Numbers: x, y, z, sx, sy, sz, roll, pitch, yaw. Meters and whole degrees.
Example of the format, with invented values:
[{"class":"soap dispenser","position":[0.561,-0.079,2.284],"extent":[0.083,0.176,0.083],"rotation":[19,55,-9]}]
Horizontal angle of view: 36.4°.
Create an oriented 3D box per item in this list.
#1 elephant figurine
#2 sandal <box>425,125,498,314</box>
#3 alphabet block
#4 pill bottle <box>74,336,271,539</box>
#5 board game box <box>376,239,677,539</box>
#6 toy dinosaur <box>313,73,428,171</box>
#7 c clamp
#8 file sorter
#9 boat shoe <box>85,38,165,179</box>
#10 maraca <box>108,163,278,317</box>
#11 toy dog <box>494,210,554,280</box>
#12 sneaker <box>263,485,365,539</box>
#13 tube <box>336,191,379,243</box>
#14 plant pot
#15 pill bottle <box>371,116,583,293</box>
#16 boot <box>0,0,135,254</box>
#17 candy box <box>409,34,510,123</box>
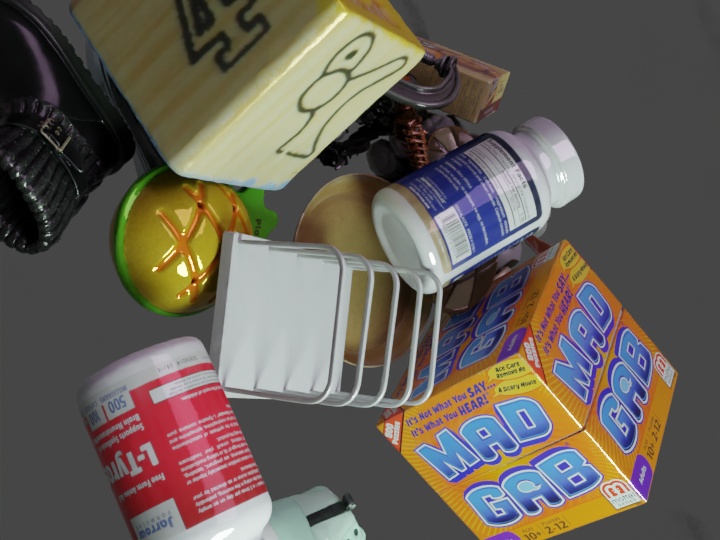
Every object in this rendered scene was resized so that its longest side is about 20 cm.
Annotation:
[{"class":"elephant figurine","position":[0.093,-0.139,1.308],"extent":[0.200,0.140,0.157],"rotation":[-47,131,-66]},{"class":"sandal","position":[0.102,-0.054,1.190],"extent":[0.080,0.054,0.202],"rotation":[-4,85,-12]},{"class":"alphabet block","position":[-0.095,-0.211,0.963],"extent":[0.197,0.200,0.195],"rotation":[54,18,13]},{"class":"pill bottle","position":[-0.138,0.164,0.863],"extent":[0.112,0.112,0.201],"rotation":[-15,76,-50]},{"class":"board game box","position":[0.179,0.135,1.146],"extent":[0.200,0.199,0.200],"rotation":[48,40,-12]},{"class":"toy dinosaur","position":[0.012,-0.177,1.180],"extent":[0.135,0.200,0.103],"rotation":[-24,124,-18]},{"class":"c clamp","position":[0.029,-0.242,1.193],"extent":[0.199,0.027,0.171],"rotation":[31,38,14]},{"class":"file sorter","position":[-0.023,0.051,0.978],"extent":[0.200,0.124,0.140],"rotation":[13,82,-60]},{"class":"boat shoe","position":[-0.196,-0.159,1.049],"extent":[0.072,0.071,0.201],"rotation":[-17,78,-50]},{"class":"maraca","position":[-0.144,-0.028,0.987],"extent":[0.199,0.106,0.139],"rotation":[0,98,-53]},{"class":"toy dog","position":[0.194,-0.049,1.365],"extent":[0.132,0.096,0.201],"rotation":[44,41,-17]},{"class":"sneaker","position":[-0.017,0.281,0.939],"extent":[0.118,0.074,0.202],"rotation":[-19,77,-44]},{"class":"tube","position":[0.033,-0.027,1.226],"extent":[0.199,0.052,0.058],"rotation":[32,83,-33]},{"class":"plant pot","position":[0.000,0.000,1.144],"extent":[0.199,0.027,0.202],"rotation":[5,82,-41]},{"class":"pill bottle","position":[0.120,-0.070,1.107],"extent":[0.199,0.116,0.116],"rotation":[-29,86,-17]},{"class":"boot","position":[-0.295,-0.132,0.920],"extent":[0.211,0.079,0.158],"rotation":[49,40,-12]},{"class":"candy box","position":[0.068,-0.240,1.296],"extent":[0.199,0.056,0.115],"rotation":[23,21,13]}]
